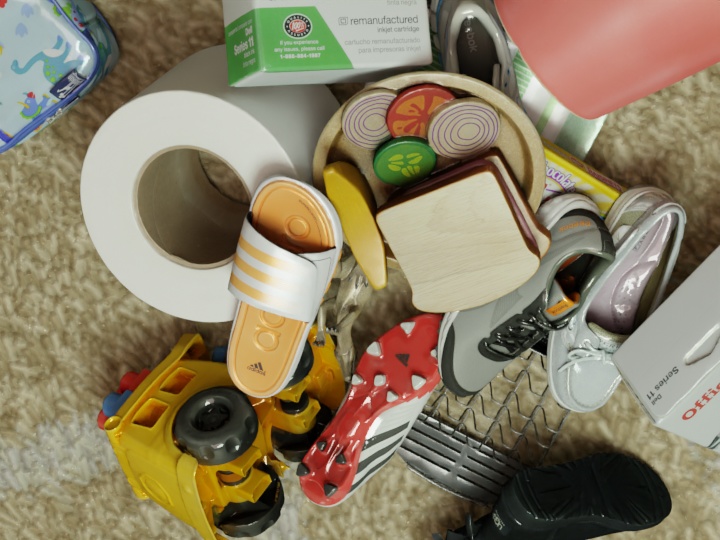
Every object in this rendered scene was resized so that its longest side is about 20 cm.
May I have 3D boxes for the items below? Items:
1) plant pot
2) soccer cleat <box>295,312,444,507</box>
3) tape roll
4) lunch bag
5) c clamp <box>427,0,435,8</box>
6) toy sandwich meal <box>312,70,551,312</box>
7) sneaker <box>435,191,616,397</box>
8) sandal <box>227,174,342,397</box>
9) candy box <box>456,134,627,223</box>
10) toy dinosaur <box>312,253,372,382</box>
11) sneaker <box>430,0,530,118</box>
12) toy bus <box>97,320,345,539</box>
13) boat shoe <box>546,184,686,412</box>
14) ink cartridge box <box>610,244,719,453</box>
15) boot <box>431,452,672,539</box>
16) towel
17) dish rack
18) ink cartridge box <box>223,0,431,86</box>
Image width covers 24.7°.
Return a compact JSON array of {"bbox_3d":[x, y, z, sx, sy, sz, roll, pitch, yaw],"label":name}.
[{"bbox_3d":[0.214,-0.223,1.288,0.177,0.201,0.201,-35,99,26],"label":"plant pot"},{"bbox_3d":[0.018,0.122,1.440,0.069,0.085,0.200,36,95,20],"label":"soccer cleat"},{"bbox_3d":[-0.116,-0.075,1.382,0.202,0.139,0.204,7,115,15],"label":"tape roll"},{"bbox_3d":[-0.320,-0.212,1.420,0.160,0.082,0.200,-33,98,19],"label":"lunch bag"},{"bbox_3d":[0.025,-0.304,1.363,0.170,0.027,0.201,-25,94,5],"label":"c clamp"},{"bbox_3d":[0.056,-0.058,1.283,0.204,0.070,0.206,1,125,1],"label":"toy sandwich meal"},{"bbox_3d":[0.134,0.030,1.356,0.074,0.079,0.200,23,114,-35],"label":"sneaker"},{"bbox_3d":[-0.068,0.026,1.297,0.079,0.059,0.208,17,120,8],"label":"sandal"},{"bbox_3d":[0.146,-0.055,1.371,0.199,0.026,0.102,26,117,-32],"label":"candy box"},{"bbox_3d":[0.000,0.000,1.412,0.058,0.101,0.201,28,104,20],"label":"toy dinosaur"},{"bbox_3d":[0.101,-0.137,1.349,0.075,0.087,0.201,-16,111,5],"label":"sneaker"},{"bbox_3d":[-0.136,0.122,1.462,0.191,0.200,0.136,20,144,32],"label":"toy bus"},{"bbox_3d":[0.214,0.029,1.367,0.074,0.065,0.203,21,103,-14],"label":"boat shoe"},{"bbox_3d":[0.323,0.075,1.352,0.200,0.083,0.147,25,115,-44],"label":"ink cartridge box"},{"bbox_3d":[0.161,0.237,1.475,0.163,0.197,0.074,-52,49,41],"label":"boot"},{"bbox_3d":[0.101,-0.132,1.411,0.199,0.023,0.153,26,108,0],"label":"towel"},{"bbox_3d":[0.118,0.119,1.467,0.153,0.055,0.201,27,109,1],"label":"dish rack"},{"bbox_3d":[-0.032,-0.250,1.276,0.146,0.083,0.201,-6,89,-21],"label":"ink cartridge box"}]
